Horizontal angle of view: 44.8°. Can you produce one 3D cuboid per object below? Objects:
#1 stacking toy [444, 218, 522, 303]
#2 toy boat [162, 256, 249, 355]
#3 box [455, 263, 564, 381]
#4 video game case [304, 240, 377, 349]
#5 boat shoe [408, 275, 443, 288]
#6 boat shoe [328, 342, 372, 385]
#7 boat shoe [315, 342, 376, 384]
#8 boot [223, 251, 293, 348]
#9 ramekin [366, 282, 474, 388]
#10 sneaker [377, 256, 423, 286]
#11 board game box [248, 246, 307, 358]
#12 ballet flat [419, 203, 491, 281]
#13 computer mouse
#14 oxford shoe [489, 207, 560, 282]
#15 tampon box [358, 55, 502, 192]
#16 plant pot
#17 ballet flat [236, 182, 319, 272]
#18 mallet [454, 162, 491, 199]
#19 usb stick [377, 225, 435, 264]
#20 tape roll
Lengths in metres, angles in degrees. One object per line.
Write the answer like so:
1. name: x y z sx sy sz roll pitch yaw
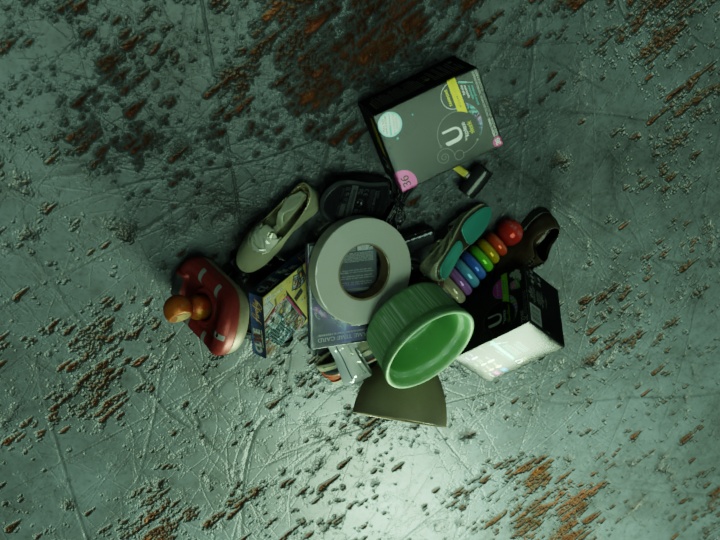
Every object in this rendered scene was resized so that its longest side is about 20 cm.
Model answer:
1. stacking toy: 0.246 -0.030 1.769 0.200 0.085 0.085 -44 125 2
2. toy boat: -0.290 0.067 1.549 0.130 0.200 0.132 -7 126 -46
3. box: 0.295 0.110 1.783 0.124 0.150 0.199 33 133 -32
4. video game case: -0.034 0.041 1.645 0.141 0.019 0.203 -6 103 -24
5. boat shoe: 0.138 0.080 1.778 0.070 0.070 0.201 -31 151 -21
6. boat shoe: -0.031 0.136 1.718 0.066 0.074 0.201 -17 125 5
7. boat shoe: -0.002 0.156 1.798 0.199 0.071 0.063 -38 122 10
8. boot: -0.187 0.052 1.668 0.197 0.073 0.164 19 107 -30
9. ramekin: 0.107 0.118 1.647 0.198 0.098 0.201 -25 144 -19
10. sneaker: 0.039 0.046 1.731 0.198 0.087 0.081 -25 127 -4
11. board game box: -0.134 0.054 1.629 0.200 0.034 0.137 -42 141 -47
12. ballet flat: 0.183 -0.064 1.718 0.200 0.062 0.068 -50 135 -24
13. computer mouse: 0.001 -0.133 1.634 0.198 0.053 0.140 2 121 -34
14. oxford shoe: 0.336 -0.029 1.793 0.072 0.085 0.201 20 114 -31
15. tampon box: 0.121 -0.259 1.533 0.198 0.126 0.151 -26 115 -2
16. plant pot: 0.091 0.247 1.830 0.198 0.200 0.136 15 79 -26
17. ballet flat: -0.152 -0.082 1.572 0.200 0.069 0.070 -47 126 -11
18. mallet: 0.158 -0.201 1.655 0.198 0.041 0.066 24 107 -25
19. usb stick: 0.054 -0.040 1.709 0.198 0.033 0.056 -20 160 -6
20. tape roll: 0.000 0.000 1.619 0.201 0.037 0.205 -6 104 -25
